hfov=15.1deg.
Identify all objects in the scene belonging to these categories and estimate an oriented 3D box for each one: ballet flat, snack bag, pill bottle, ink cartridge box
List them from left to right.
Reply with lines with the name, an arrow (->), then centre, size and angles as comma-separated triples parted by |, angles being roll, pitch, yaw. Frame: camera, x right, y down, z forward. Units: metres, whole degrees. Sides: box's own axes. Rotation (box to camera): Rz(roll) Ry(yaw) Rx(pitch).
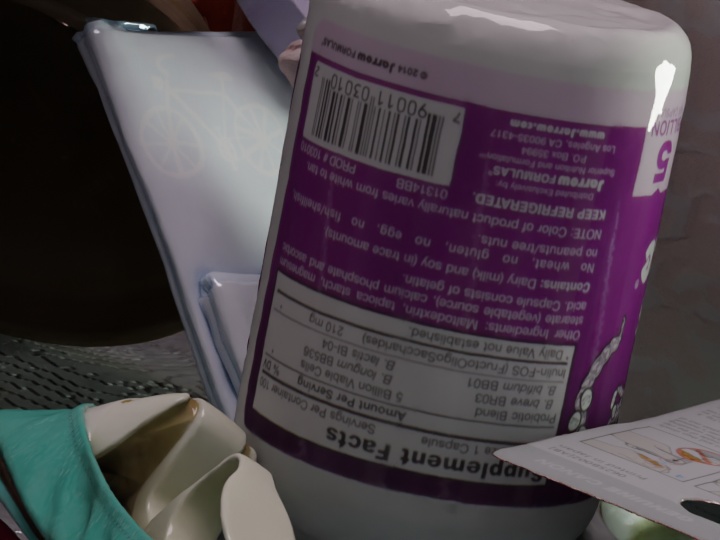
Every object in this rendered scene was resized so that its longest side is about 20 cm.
ballet flat -> -0.053, 0.074, 0.742 | 0.067, 0.070, 0.200 | 46, 2, -27
snack bag -> 0.000, 0.000, 0.934 | 0.021, 0.201, 0.188 | -29, -14, 35
pill bottle -> 0.024, 0.017, 0.786 | 0.112, 0.201, 0.112 | 10, 13, -2
ink cartridge box -> 0.150, 0.080, 0.750 | 0.162, 0.057, 0.200 | 20, 21, 34

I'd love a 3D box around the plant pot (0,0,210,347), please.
plant pot -> -0.123, -0.069, 1.013 | 0.200, 0.201, 0.093 | 13, 51, 8

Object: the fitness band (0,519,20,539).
fitness band -> -0.177, 0.083, 0.722 | 0.200, 0.038, 0.143 | -1, 15, -44

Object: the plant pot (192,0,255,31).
plant pot -> 0.024, -0.058, 1.163 | 0.195, 0.202, 0.201 | -10, 23, -37

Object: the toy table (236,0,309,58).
toy table -> 0.054, -0.119, 0.985 | 0.200, 0.117, 0.184 | -9, 67, -57

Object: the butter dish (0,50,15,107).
butter dish -> -0.162, -0.096, 1.145 | 0.147, 0.200, 0.199 | 29, -4, -4

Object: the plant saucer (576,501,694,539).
plant saucer -> 0.157, 0.110, 0.832 | 0.199, 0.050, 0.200 | 11, 13, -3

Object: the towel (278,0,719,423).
towel -> 0.097, -0.027, 0.863 | 0.200, 0.191, 0.032 | -17, 28, 35
